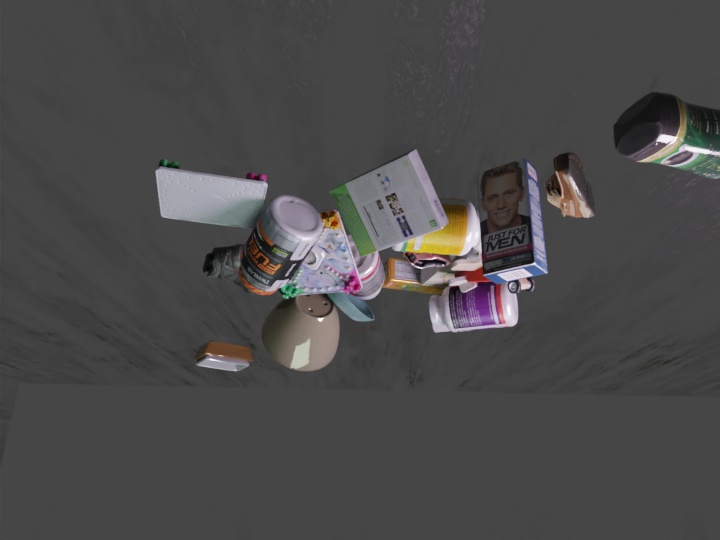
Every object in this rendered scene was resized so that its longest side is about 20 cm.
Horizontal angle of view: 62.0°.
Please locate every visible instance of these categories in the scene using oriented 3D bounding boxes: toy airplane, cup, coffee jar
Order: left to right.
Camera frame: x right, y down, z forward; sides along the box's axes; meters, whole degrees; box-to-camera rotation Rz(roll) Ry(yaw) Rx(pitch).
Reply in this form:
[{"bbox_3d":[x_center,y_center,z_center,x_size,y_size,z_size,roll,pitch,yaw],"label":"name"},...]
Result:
[{"bbox_3d":[-0.132,0.124,1.475,0.198,0.202,0.144,9,134,-18],"label":"cup"},{"bbox_3d":[0.283,-0.022,1.321,0.197,0.143,0.200,-3,-179,0],"label":"toy airplane"},{"bbox_3d":[0.491,-0.204,0.910,0.198,0.086,0.104,8,161,-18],"label":"coffee jar"}]

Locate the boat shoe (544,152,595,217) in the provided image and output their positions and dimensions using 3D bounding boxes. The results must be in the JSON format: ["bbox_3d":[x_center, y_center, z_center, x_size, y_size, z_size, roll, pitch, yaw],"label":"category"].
[{"bbox_3d":[0.375,-0.144,1.091,0.073,0.077,0.200,-7,157,29],"label":"boat shoe"}]

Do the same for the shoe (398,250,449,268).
[{"bbox_3d":[0.102,-0.061,1.292,0.198,0.092,0.072,6,158,-13],"label":"shoe"}]

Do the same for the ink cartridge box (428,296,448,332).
[{"bbox_3d":[0.287,0.100,1.606,0.144,0.084,0.199,-10,-179,28],"label":"ink cartridge box"}]

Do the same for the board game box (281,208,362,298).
[{"bbox_3d":[-0.114,-0.029,1.311,0.198,0.026,0.202,-5,120,23],"label":"board game box"}]

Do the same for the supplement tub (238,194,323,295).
[{"bbox_3d":[-0.170,-0.047,1.225,0.121,0.123,0.200,13,134,-28],"label":"supplement tub"}]

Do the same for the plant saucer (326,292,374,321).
[{"bbox_3d":[-0.045,0.060,1.493,0.036,0.200,0.200,-43,147,6],"label":"plant saucer"}]

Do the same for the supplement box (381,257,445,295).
[{"bbox_3d":[0.154,0.017,1.528,0.198,0.070,0.067,9,157,-15],"label":"supplement box"}]

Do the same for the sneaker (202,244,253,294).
[{"bbox_3d":[-0.321,-0.002,1.500,0.113,0.077,0.200,0,156,8],"label":"sneaker"}]

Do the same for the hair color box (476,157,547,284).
[{"bbox_3d":[0.267,-0.087,1.064,0.099,0.202,0.060,-15,154,36],"label":"hair color box"}]

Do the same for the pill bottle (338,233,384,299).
[{"bbox_3d":[0.000,0.000,1.430,0.109,0.112,0.200,-2,158,9],"label":"pill bottle"}]

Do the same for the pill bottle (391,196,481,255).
[{"bbox_3d":[0.163,-0.088,1.190,0.197,0.114,0.113,4,159,-7],"label":"pill bottle"}]

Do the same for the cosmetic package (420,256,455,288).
[{"bbox_3d":[0.256,0.000,1.469,0.198,0.074,0.104,6,158,-15],"label":"cosmetic package"}]

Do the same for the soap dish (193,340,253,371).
[{"bbox_3d":[-0.545,0.340,2.381,0.198,0.082,0.157,13,156,-29],"label":"soap dish"}]

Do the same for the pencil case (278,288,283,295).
[{"bbox_3d":[-0.171,0.002,1.482,0.091,0.086,0.200,3,159,-6],"label":"pencil case"}]

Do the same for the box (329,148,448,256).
[{"bbox_3d":[0.049,-0.119,1.099,0.199,0.145,0.036,-18,-167,39],"label":"box"}]

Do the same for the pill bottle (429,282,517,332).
[{"bbox_3d":[0.270,0.086,1.432,0.198,0.114,0.112,-8,157,22],"label":"pill bottle"}]

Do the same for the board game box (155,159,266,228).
[{"bbox_3d":[-0.291,-0.145,1.174,0.198,0.026,0.200,7,158,-13],"label":"board game box"}]
